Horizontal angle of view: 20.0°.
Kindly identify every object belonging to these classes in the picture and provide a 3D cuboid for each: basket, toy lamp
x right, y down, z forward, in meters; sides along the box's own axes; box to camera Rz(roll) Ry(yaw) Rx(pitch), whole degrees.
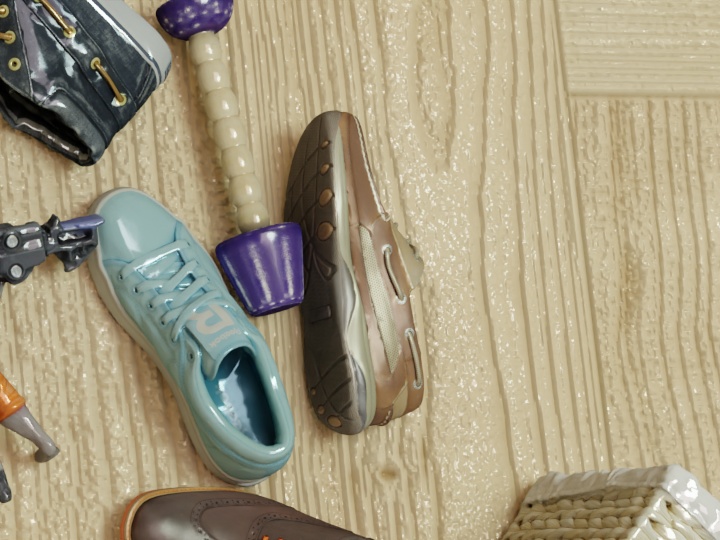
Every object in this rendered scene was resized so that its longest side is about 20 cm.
[{"bbox_3d":[0.168,0.242,1.242,0.198,0.200,0.161,45,71,-9],"label":"basket"},{"bbox_3d":[-0.078,-0.072,1.273,0.058,0.058,0.202,-11,81,-26],"label":"toy lamp"}]

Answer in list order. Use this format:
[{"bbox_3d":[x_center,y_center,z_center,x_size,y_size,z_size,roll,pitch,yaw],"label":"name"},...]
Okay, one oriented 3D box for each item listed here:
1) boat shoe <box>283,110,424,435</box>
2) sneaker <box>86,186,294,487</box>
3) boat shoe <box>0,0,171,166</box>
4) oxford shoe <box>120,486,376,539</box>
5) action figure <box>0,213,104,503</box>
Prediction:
[{"bbox_3d":[0.000,0.000,1.287,0.071,0.076,0.202,-5,90,-29],"label":"boat shoe"},{"bbox_3d":[-0.093,0.032,1.226,0.074,0.082,0.201,-33,92,-27],"label":"sneaker"},{"bbox_3d":[-0.209,-0.154,1.219,0.200,0.071,0.091,40,62,-14],"label":"boat shoe"},{"bbox_3d":[-0.045,0.169,1.224,0.198,0.072,0.072,16,73,-21],"label":"oxford shoe"},{"bbox_3d":[-0.222,0.027,1.157,0.198,0.104,0.195,-20,101,-19],"label":"action figure"}]
